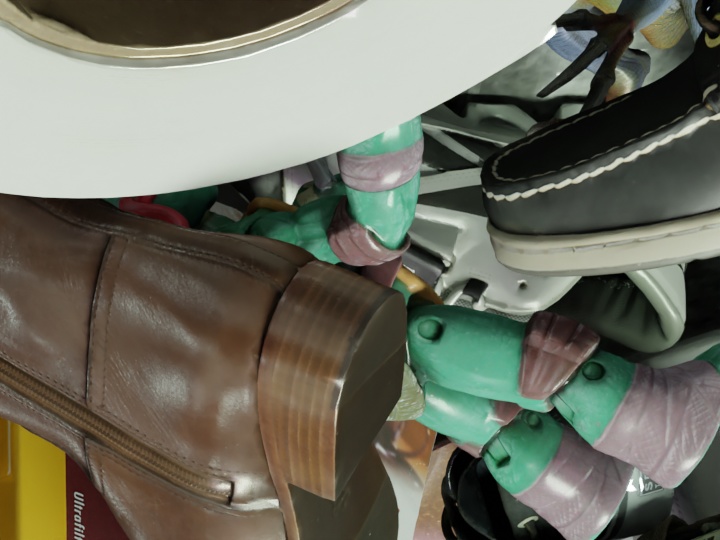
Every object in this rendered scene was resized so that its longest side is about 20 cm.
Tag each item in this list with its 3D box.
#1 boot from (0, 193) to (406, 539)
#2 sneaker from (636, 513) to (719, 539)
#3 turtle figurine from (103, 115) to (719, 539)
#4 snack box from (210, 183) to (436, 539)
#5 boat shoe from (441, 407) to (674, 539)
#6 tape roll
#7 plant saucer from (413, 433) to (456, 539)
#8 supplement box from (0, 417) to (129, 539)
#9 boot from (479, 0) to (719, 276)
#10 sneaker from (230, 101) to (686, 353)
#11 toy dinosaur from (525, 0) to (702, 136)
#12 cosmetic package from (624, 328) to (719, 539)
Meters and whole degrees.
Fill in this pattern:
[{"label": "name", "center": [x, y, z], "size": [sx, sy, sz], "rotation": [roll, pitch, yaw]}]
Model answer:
[{"label": "boot", "center": [-0.090, 0.033, 0.754], "size": [0.199, 0.064, 0.187], "rotation": [22, 131, 15]}, {"label": "sneaker", "center": [0.094, 0.101, 0.900], "size": [0.199, 0.071, 0.076], "rotation": [-1, 132, -8]}, {"label": "turtle figurine", "center": [0.000, 0.000, 0.812], "size": [0.200, 0.101, 0.150], "rotation": [32, 170, -8]}, {"label": "snack box", "center": [-0.048, 0.009, 0.852], "size": [0.024, 0.072, 0.200], "rotation": [-19, 129, 34]}, {"label": "boat shoe", "center": [0.056, 0.072, 0.985], "size": [0.056, 0.069, 0.200], "rotation": [-9, 168, -9]}, {"label": "tape roll", "center": [-0.046, -0.129, 0.637], "size": [0.202, 0.140, 0.203], "rotation": [-14, 150, -8]}, {"label": "plant saucer", "center": [-0.020, 0.114, 1.091], "size": [0.200, 0.037, 0.201], "rotation": [-34, 158, -16]}, {"label": "supplement box", "center": [-0.122, 0.093, 0.923], "size": [0.197, 0.133, 0.200], "rotation": [-18, 152, 27]}, {"label": "boot", "center": [0.098, -0.093, 0.683], "size": [0.199, 0.073, 0.151], "rotation": [-20, 109, 19]}, {"label": "sneaker", "center": [0.017, -0.005, 0.922], "size": [0.199, 0.089, 0.074], "rotation": [-2, 147, -23]}, {"label": "toy dinosaur", "center": [0.056, -0.103, 0.829], "size": [0.105, 0.200, 0.182], "rotation": [6, 135, 32]}, {"label": "cosmetic package", "center": [0.203, 0.083, 1.034], "size": [0.199, 0.165, 0.165], "rotation": [-17, 177, -4]}]
